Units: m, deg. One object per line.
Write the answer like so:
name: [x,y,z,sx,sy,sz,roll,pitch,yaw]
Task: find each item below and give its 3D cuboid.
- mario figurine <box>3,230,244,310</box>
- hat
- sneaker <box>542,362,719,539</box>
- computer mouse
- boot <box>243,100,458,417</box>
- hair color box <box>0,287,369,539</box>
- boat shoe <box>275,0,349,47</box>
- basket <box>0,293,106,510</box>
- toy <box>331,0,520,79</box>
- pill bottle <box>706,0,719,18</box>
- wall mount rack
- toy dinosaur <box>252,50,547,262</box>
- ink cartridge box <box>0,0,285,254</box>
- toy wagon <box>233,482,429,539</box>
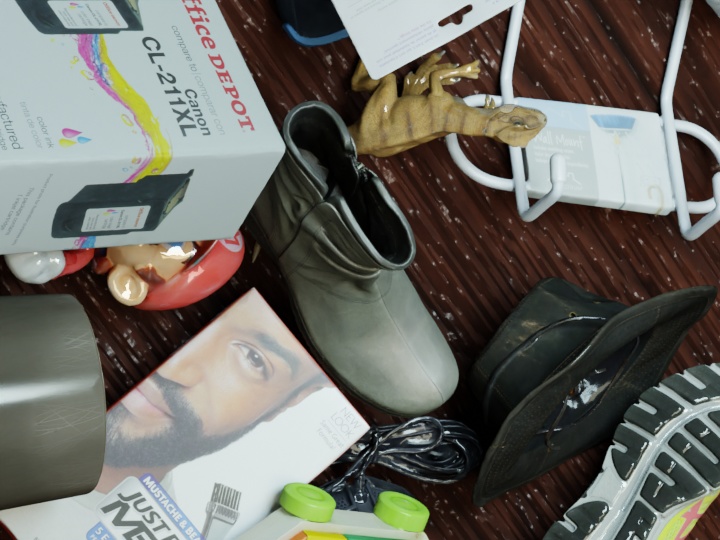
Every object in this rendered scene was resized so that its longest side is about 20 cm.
mario figurine: [-0.149,-0.048,1.673,0.199,0.106,0.124,23,92,-24]
hat: [0.120,0.053,1.814,0.200,0.201,0.081,-41,71,-8]
sneaker: [0.184,0.139,1.875,0.200,0.090,0.078,-46,71,-2]
computer mouse: [0.000,0.186,1.826,0.138,0.053,0.202,4,91,-25]
boot: [0.000,0.000,1.673,0.068,0.131,0.200,-39,99,-17]
hair color box: [-0.105,0.116,1.737,0.200,0.064,0.111,-41,91,-9]
boat shoe: [0.044,-0.192,1.726,0.199,0.084,0.069,-23,99,-15]
basket: [-0.249,0.077,1.624,0.199,0.180,0.137,-5,102,-22]
toy: [0.018,-0.214,1.680,0.115,0.047,0.201,-28,76,6]
pill bottle: [0.195,-0.240,1.756,0.111,0.111,0.200,-44,113,-6]
wall mount rack: [0.150,-0.109,1.800,0.199,0.075,0.175,6,63,-24]
toy dinosaur: [0.012,-0.086,1.742,0.060,0.199,0.107,49,38,-37]
ink cartridge box: [-0.161,-0.092,1.606,0.199,0.146,0.083,-5,145,-34]
toy wagon: [-0.043,0.200,1.721,0.199,0.040,0.156,9,107,-36]
